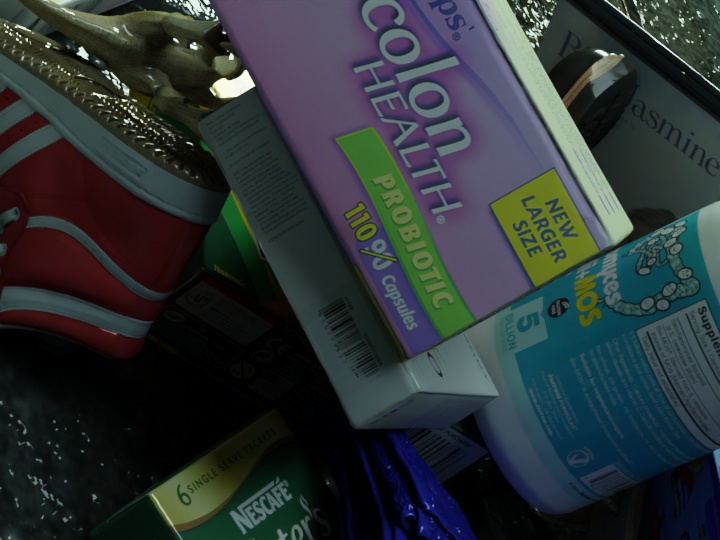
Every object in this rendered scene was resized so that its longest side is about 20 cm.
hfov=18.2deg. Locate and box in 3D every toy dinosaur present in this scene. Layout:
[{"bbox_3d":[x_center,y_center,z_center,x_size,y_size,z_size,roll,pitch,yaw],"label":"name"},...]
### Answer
[{"bbox_3d":[-0.098,-0.099,1.024,0.101,0.059,0.199,24,6,38],"label":"toy dinosaur"}]

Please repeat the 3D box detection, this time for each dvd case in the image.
[{"bbox_3d":[0.140,-0.048,1.255,0.143,0.201,0.018,41,51,18],"label":"dvd case"}]

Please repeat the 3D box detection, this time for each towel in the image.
[{"bbox_3d":[0.056,0.153,1.027,0.200,0.049,0.148,53,7,-25],"label":"towel"}]

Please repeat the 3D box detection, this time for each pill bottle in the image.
[{"bbox_3d":[0.158,0.035,1.107,0.111,0.199,0.111,51,24,-33],"label":"pill bottle"}]

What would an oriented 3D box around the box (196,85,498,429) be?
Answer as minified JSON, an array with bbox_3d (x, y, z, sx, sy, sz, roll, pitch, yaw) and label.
[{"bbox_3d":[0.000,0.000,1.000,0.145,0.036,0.200,62,8,9],"label":"box"}]

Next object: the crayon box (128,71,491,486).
[{"bbox_3d":[-0.025,-0.004,1.131,0.200,0.058,0.173,33,35,-33],"label":"crayon box"}]

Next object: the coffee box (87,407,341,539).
[{"bbox_3d":[-0.022,0.166,0.971,0.201,0.044,0.123,56,29,3],"label":"coffee box"}]

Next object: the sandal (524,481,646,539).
[{"bbox_3d":[0.112,0.110,1.201,0.069,0.078,0.213,15,54,-21],"label":"sandal"}]

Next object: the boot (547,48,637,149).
[{"bbox_3d":[0.057,-0.098,1.234,0.077,0.200,0.139,-30,80,-36],"label":"boot"}]

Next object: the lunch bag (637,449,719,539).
[{"bbox_3d":[0.183,0.116,1.212,0.093,0.151,0.201,-1,48,-18],"label":"lunch bag"}]

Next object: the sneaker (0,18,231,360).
[{"bbox_3d":[-0.146,-0.037,0.998,0.071,0.113,0.200,11,20,-47],"label":"sneaker"}]

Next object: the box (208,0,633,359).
[{"bbox_3d":[0.032,-0.067,0.974,0.177,0.096,0.200,61,9,2],"label":"box"}]

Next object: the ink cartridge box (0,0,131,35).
[{"bbox_3d":[-0.179,-0.220,1.150,0.201,0.047,0.198,56,30,-2],"label":"ink cartridge box"}]
